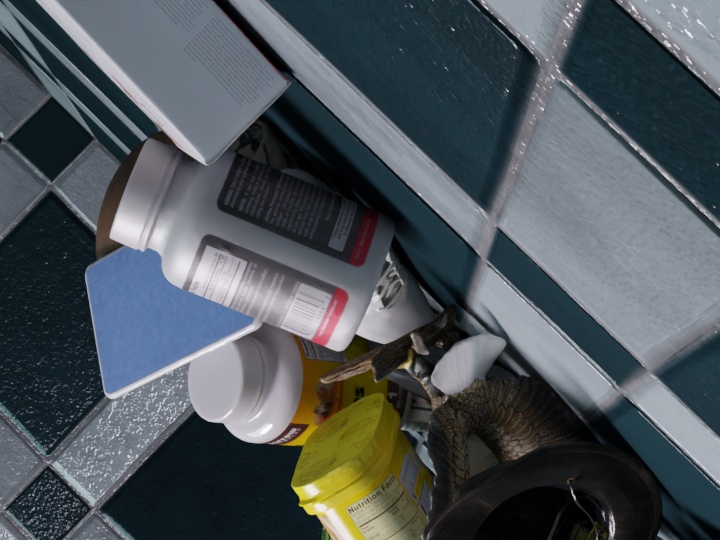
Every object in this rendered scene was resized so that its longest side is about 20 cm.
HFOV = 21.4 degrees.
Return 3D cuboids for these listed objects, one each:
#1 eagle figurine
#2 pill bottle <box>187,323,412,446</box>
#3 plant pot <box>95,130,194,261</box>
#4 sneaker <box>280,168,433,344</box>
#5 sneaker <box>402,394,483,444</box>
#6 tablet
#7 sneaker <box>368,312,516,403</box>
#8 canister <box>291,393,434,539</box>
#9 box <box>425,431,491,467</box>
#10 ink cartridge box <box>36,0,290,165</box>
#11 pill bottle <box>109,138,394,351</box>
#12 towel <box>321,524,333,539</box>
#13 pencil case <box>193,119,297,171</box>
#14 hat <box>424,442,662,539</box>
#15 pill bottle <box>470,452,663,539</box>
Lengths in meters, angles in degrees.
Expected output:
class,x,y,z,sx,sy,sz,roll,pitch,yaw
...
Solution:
class,x,y,z,sx,sy,sz,roll,pitch,yaw
eagle figurine,0.088,0.133,1.522,0.201,0.151,0.151,63,-154,0
pill bottle,-0.054,0.102,1.708,0.199,0.110,0.109,8,-158,-43
plant pot,-0.117,-0.021,1.767,0.174,0.201,0.200,16,157,41
sneaker,0.000,0.000,1.559,0.200,0.071,0.080,46,165,-32
sneaker,0.083,0.114,1.766,0.199,0.080,0.078,8,165,37
tablet,-0.166,0.022,1.676,0.014,0.199,0.131,10,-119,-48
sneaker,0.078,0.099,1.666,0.200,0.073,0.071,37,163,46
canister,0.035,0.222,1.613,0.201,0.086,0.149,56,-165,-11
box,0.142,0.188,1.864,0.200,0.068,0.082,45,180,-5
ink cartridge box,-0.160,-0.180,1.333,0.200,0.084,0.176,47,176,-17
pill bottle,-0.083,-0.025,1.442,0.199,0.111,0.111,22,176,-5
towel,0.016,0.256,1.709,0.153,0.023,0.200,46,-162,-22
pencil case,-0.058,-0.042,1.615,0.200,0.078,0.089,48,-178,-30
hat,0.126,0.189,1.456,0.201,0.200,0.081,49,-177,-39
pill bottle,0.178,0.233,1.663,0.199,0.111,0.111,19,156,51
